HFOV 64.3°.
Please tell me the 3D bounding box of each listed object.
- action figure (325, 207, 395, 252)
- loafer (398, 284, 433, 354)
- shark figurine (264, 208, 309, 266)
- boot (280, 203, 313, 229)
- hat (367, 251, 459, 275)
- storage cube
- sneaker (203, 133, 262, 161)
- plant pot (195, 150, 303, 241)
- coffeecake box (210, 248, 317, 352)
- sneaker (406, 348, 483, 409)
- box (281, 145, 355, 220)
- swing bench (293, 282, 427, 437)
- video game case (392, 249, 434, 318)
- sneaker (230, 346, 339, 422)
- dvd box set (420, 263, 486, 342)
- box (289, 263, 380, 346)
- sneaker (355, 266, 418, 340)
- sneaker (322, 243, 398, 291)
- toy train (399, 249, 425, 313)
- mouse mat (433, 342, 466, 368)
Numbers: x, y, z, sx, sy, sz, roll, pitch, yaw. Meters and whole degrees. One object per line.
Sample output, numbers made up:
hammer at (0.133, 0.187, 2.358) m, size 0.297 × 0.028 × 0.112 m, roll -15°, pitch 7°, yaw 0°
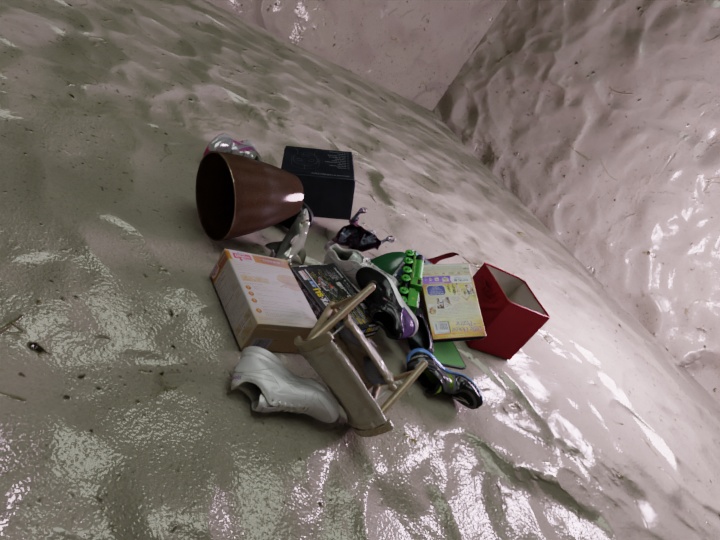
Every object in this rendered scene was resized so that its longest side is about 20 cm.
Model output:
action figure at (0.004, -0.082, 1.591) m, size 0.134 × 0.149 × 0.200 m, roll 45°, pitch 7°, yaw -1°
loafer at (0.123, 0.116, 1.368) m, size 0.067 × 0.071 × 0.202 m, roll -16°, pitch 64°, yaw -14°
shark figurine at (-0.193, -0.045, 1.315) m, size 0.089 × 0.129 × 0.215 m, roll 17°, pitch 40°, yaw 19°
boot at (-0.229, -0.152, 1.406) m, size 0.210 × 0.080 × 0.158 m, roll 29°, pitch 18°, yaw 8°
hat at (0.113, -0.034, 1.526) m, size 0.166 × 0.176 × 0.199 m, roll 50°, pitch 29°, yaw 22°
storage cube at (0.386, 0.116, 1.620) m, size 0.199 × 0.180 × 0.172 m, roll 19°, pitch 31°, yaw -30°
sneaker at (-0.331, -0.306, 1.535) m, size 0.088 × 0.082 × 0.199 m, roll 44°, pitch 28°, yaw 19°
plant pot at (-0.231, -0.166, 1.263) m, size 0.199 × 0.188 × 0.187 m, roll -8°, pitch 49°, yaw -39°
coffeecake box at (-0.187, 0.060, 1.122) m, size 0.153 × 0.073 × 0.201 m, roll 11°, pitch 36°, yaw -43°
sneaker at (0.183, 0.256, 1.282) m, size 0.199 × 0.071 × 0.083 m, roll 34°, pitch 40°, yaw -4°
box at (-0.119, -0.243, 1.569) m, size 0.198 × 0.125 × 0.197 m, roll 5°, pitch 31°, yaw -5°
swing bench at (-0.007, 0.165, 1.040) m, size 0.200 × 0.129 × 0.200 m, roll 57°, pitch 36°, yaw -9°
video game case at (0.152, 0.069, 1.456) m, size 0.182 × 0.023 × 0.200 m, roll 36°, pitch 62°, yaw 5°
sneaker at (-0.130, 0.215, 0.967) m, size 0.199 × 0.075 × 0.100 m, roll 33°, pitch 45°, yaw -9°
dvd box set at (0.225, 0.079, 1.438) m, size 0.145 × 0.029 × 0.202 m, roll -3°, pitch 65°, yaw -15°
box at (-0.061, 0.071, 1.288) m, size 0.200 × 0.049 × 0.159 m, roll 50°, pitch 31°, yaw 22°
sneaker at (0.045, 0.070, 1.293) m, size 0.087 × 0.076 × 0.200 m, roll -9°, pitch 53°, yaw -52°
sneaker at (0.000, 0.000, 1.386) m, size 0.199 × 0.081 × 0.071 m, roll 21°, pitch 46°, yaw 8°
toy train at (0.124, 0.025, 1.388) m, size 0.056 × 0.042 × 0.201 m, roll 12°, pitch 46°, yaw 2°
mouse mat at (0.180, 0.168, 1.477) m, size 0.160 × 0.008 × 0.201 m, roll 16°, pitch 32°, yaw -36°
